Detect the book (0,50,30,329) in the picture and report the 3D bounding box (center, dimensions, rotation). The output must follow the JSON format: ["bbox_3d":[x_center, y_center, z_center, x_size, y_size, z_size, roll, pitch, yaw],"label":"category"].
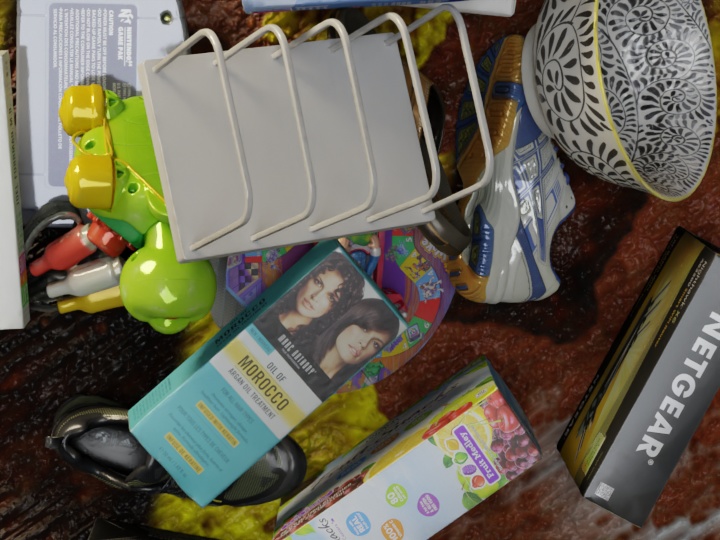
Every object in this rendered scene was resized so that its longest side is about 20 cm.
[{"bbox_3d":[-0.313,-0.056,1.526,0.132,0.048,0.202,-2,104,3],"label":"book"}]

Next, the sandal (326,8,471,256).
[{"bbox_3d":[0.039,-0.108,1.543,0.054,0.082,0.201,-29,79,22],"label":"sandal"}]

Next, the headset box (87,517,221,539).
[{"bbox_3d":[-0.153,0.308,1.618,0.147,0.077,0.202,10,99,-2],"label":"headset box"}]

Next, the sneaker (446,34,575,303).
[{"bbox_3d":[0.121,-0.075,1.583,0.087,0.075,0.202,5,96,-25],"label":"sneaker"}]

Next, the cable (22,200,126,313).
[{"bbox_3d":[-0.255,0.019,1.567,0.199,0.050,0.097,-29,125,7],"label":"cable"}]

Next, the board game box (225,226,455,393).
[{"bbox_3d":[0.000,0.000,1.552,0.158,0.039,0.200,-48,123,-6],"label":"board game box"}]

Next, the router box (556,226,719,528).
[{"bbox_3d":[0.222,0.075,1.554,0.052,0.157,0.201,27,96,-5],"label":"router box"}]

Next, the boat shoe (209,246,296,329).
[{"bbox_3d":[-0.057,-0.043,1.576,0.062,0.072,0.201,1,116,-45],"label":"boat shoe"}]

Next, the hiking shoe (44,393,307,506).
[{"bbox_3d":[-0.139,0.146,1.582,0.198,0.101,0.077,8,100,-2],"label":"hiking shoe"}]

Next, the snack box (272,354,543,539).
[{"bbox_3d":[0.033,0.155,1.554,0.199,0.169,0.068,-34,95,4],"label":"snack box"}]

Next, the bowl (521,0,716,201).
[{"bbox_3d":[0.178,-0.145,1.530,0.094,0.200,0.203,-6,100,34],"label":"bowl"}]

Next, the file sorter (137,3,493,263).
[{"bbox_3d":[-0.026,-0.097,1.416,0.198,0.124,0.140,-10,84,-28],"label":"file sorter"}]

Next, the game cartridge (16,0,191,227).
[{"bbox_3d":[-0.192,-0.132,1.574,0.132,0.041,0.202,2,98,2],"label":"game cartridge"}]

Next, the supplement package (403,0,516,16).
[{"bbox_3d":[0.016,-0.254,1.518,0.198,0.121,0.121,6,98,-3],"label":"supplement package"}]

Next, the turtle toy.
[{"bbox_3d":[-0.142,-0.048,1.492,0.144,0.201,0.102,1,135,-13],"label":"turtle toy"}]

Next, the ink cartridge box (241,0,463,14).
[{"bbox_3d":[0.015,-0.248,1.421,0.198,0.076,0.138,-4,98,-2],"label":"ink cartridge box"}]

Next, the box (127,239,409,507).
[{"bbox_3d":[-0.067,0.072,1.507,0.200,0.049,0.082,-42,105,2],"label":"box"}]
